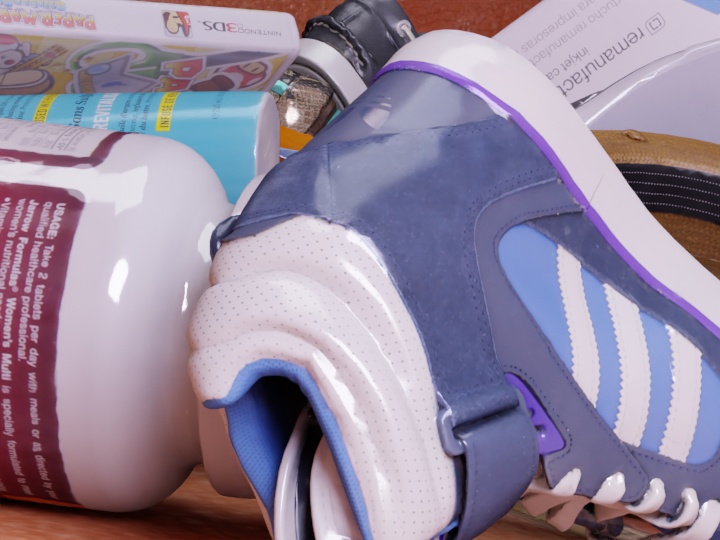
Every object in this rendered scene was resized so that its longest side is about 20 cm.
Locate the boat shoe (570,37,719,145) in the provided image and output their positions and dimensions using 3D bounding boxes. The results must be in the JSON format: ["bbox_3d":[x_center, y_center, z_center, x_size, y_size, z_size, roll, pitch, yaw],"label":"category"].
[{"bbox_3d":[0.087,-0.033,0.989,0.200,0.070,0.066,-29,17,-8],"label":"boat shoe"}]

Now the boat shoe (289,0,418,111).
[{"bbox_3d":[0.027,-0.036,1.221,0.076,0.200,0.060,22,56,42],"label":"boat shoe"}]

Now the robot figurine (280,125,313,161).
[{"bbox_3d":[0.000,0.000,1.129,0.200,0.058,0.145,21,-32,-28],"label":"robot figurine"}]

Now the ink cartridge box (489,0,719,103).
[{"bbox_3d":[0.158,-0.047,1.104,0.144,0.200,0.084,-36,-1,7],"label":"ink cartridge box"}]

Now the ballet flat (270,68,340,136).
[{"bbox_3d":[-0.062,-0.036,1.204,0.075,0.068,0.200,31,-32,5],"label":"ballet flat"}]

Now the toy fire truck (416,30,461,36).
[{"bbox_3d":[-0.021,-0.042,1.322,0.200,0.049,0.141,-15,-29,8],"label":"toy fire truck"}]

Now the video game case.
[{"bbox_3d":[-0.146,-0.051,1.086,0.182,0.023,0.200,1,-28,-29],"label":"video game case"}]

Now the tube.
[{"bbox_3d":[-0.129,-0.038,0.935,0.199,0.051,0.077,1,21,6],"label":"tube"}]

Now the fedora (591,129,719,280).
[{"bbox_3d":[0.114,0.027,0.886,0.200,0.082,0.201,11,29,-6],"label":"fedora"}]

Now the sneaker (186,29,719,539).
[{"bbox_3d":[0.037,0.052,0.695,0.081,0.147,0.200,-12,-56,52],"label":"sneaker"}]

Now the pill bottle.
[{"bbox_3d":[-0.101,0.011,0.776,0.200,0.110,0.110,7,4,11],"label":"pill bottle"}]
